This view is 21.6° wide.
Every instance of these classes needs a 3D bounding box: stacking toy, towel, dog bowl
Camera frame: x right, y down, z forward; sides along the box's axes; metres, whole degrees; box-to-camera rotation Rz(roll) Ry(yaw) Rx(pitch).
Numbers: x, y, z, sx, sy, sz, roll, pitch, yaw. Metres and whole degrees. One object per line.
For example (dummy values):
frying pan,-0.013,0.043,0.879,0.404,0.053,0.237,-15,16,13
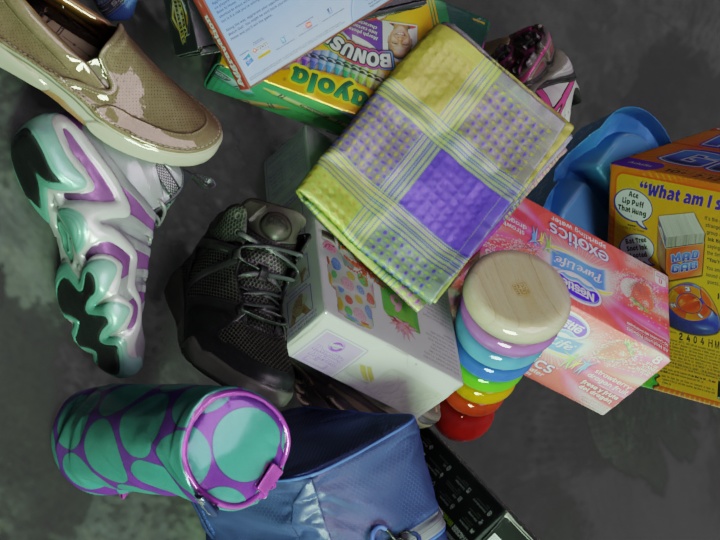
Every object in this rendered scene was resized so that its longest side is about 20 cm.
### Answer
stacking toy,0.102,0.074,1.515,0.085,0.200,0.085,7,51,-9
towel,0.058,-0.084,1.442,0.144,0.023,0.200,43,69,-4
dog bowl,0.209,-0.061,1.705,0.112,0.050,0.200,53,58,-23

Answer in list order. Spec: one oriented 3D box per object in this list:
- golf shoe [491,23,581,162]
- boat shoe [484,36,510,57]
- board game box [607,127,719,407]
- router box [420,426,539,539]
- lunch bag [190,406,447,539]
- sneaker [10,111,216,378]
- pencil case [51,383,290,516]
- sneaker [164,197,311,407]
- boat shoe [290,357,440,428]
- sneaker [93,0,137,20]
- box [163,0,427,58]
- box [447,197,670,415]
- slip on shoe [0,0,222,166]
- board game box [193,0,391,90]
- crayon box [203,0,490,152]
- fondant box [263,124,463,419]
golf shoe,0.134,-0.108,1.543,0.092,0.073,0.200,47,51,-26
boat shoe,0.075,-0.127,1.588,0.200,0.071,0.069,-37,108,-35
board game box,0.354,-0.002,1.673,0.200,0.200,0.200,-19,115,-46
router box,0.102,0.217,1.509,0.062,0.200,0.150,-45,116,-1
lunch bag,-0.026,0.187,1.407,0.136,0.200,0.133,-23,104,-35
sneaker,-0.161,-0.032,1.391,0.140,0.078,0.200,-23,102,-36
pencil case,-0.136,0.124,1.323,0.085,0.200,0.092,-45,114,-28
sneaker,-0.080,0.016,1.361,0.076,0.199,0.114,24,107,-24
boat shoe,-0.022,0.082,1.488,0.200,0.073,0.075,36,32,-33
sneaker,-0.132,-0.250,1.438,0.200,0.077,0.085,-31,111,-26
box,-0.062,-0.274,1.402,0.198,0.050,0.200,-15,97,-26
box,0.154,0.023,1.581,0.200,0.095,0.103,28,43,-20
slip on shoe,-0.182,-0.146,1.350,0.200,0.061,0.076,33,41,-9
board game box,-0.030,-0.225,1.381,0.200,0.019,0.103,-34,108,-23
crayon box,-0.010,-0.171,1.486,0.200,0.058,0.119,19,72,-12
fondant box,0.000,0.000,1.470,0.144,0.058,0.200,29,36,-33
